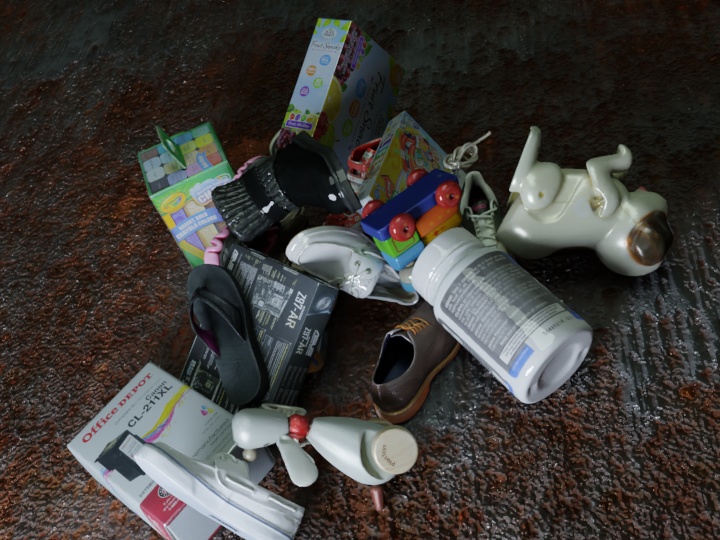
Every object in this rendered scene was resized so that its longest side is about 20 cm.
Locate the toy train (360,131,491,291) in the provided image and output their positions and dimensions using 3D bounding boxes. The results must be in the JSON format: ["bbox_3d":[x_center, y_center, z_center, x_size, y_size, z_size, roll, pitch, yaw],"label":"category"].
[{"bbox_3d":[0.107,-0.070,1.098,0.200,0.116,0.085,-36,31,-14],"label":"toy train"}]

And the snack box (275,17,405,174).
[{"bbox_3d":[-0.025,-0.239,1.303,0.068,0.169,0.201,17,85,33],"label":"snack box"}]

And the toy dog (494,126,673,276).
[{"bbox_3d":[0.272,-0.062,1.059,0.199,0.140,0.195,18,76,9],"label":"toy dog"}]

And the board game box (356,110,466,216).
[{"bbox_3d":[0.071,-0.109,1.202,0.034,0.134,0.200,-30,26,38],"label":"board game box"}]

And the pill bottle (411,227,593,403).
[{"bbox_3d":[0.156,0.046,1.016,0.114,0.114,0.200,-36,57,-14],"label":"pill bottle"}]

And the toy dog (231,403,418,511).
[{"bbox_3d":[-0.036,0.205,0.961,0.199,0.132,0.097,6,85,12],"label":"toy dog"}]

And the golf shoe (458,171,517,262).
[{"bbox_3d":[0.156,-0.039,1.145,0.077,0.088,0.200,-14,45,6],"label":"golf shoe"}]

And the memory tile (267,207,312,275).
[{"bbox_3d":[-0.120,-0.011,1.220,0.153,0.017,0.200,-43,28,9],"label":"memory tile"}]

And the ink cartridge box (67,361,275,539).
[{"bbox_3d":[-0.226,0.217,1.050,0.200,0.083,0.146,23,60,37],"label":"ink cartridge box"}]

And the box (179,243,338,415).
[{"bbox_3d":[-0.129,0.085,1.097,0.160,0.043,0.201,22,92,37],"label":"box"}]

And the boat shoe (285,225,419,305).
[{"bbox_3d":[0.000,0.000,1.110,0.071,0.200,0.069,-52,43,29],"label":"boat shoe"}]

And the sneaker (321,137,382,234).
[{"bbox_3d":[-0.012,-0.105,1.262,0.201,0.108,0.067,-41,46,-19],"label":"sneaker"}]

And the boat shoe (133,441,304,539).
[{"bbox_3d":[-0.145,0.226,0.939,0.073,0.200,0.065,-11,44,54],"label":"boat shoe"}]

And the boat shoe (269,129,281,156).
[{"bbox_3d":[-0.049,-0.217,1.415,0.199,0.072,0.068,-21,41,-2],"label":"boat shoe"}]

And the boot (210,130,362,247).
[{"bbox_3d":[-0.095,-0.089,1.121,0.158,0.080,0.211,-34,28,-6],"label":"boot"}]

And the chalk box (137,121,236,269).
[{"bbox_3d":[-0.242,-0.127,1.310,0.123,0.200,0.125,-24,44,-4],"label":"chalk box"}]

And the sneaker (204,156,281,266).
[{"bbox_3d":[-0.139,-0.071,1.231,0.095,0.079,0.201,-2,62,36],"label":"sneaker"}]

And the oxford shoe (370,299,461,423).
[{"bbox_3d":[0.072,0.084,1.067,0.071,0.073,0.200,8,51,29],"label":"oxford shoe"}]

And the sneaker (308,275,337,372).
[{"bbox_3d":[-0.085,0.047,1.168,0.088,0.075,0.200,-9,42,20],"label":"sneaker"}]

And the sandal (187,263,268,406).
[{"bbox_3d":[-0.167,0.068,1.070,0.075,0.048,0.201,-41,59,22],"label":"sandal"}]
